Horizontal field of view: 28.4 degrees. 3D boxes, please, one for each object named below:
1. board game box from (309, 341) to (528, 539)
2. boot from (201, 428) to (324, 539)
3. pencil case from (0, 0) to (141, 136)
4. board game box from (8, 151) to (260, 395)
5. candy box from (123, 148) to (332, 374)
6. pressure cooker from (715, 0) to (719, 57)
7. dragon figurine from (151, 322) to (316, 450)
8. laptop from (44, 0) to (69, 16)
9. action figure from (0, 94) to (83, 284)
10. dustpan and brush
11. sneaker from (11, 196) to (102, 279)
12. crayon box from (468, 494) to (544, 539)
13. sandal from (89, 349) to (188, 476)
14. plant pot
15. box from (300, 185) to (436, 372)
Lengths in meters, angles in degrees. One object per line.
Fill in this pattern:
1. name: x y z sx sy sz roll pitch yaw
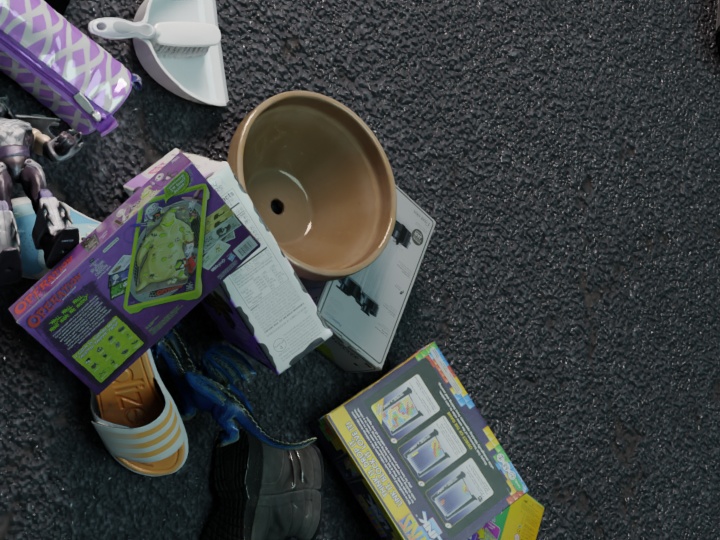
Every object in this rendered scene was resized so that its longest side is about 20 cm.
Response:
1. board game box: 0.066 0.207 1.567 0.165 0.057 0.200 -31 88 -28
2. boot: -0.093 0.268 1.460 0.131 0.070 0.201 24 72 -45
3. pencil case: -0.302 -0.202 1.309 0.200 0.084 0.086 37 30 -33
4. board game box: -0.194 0.005 1.239 0.200 0.032 0.120 -42 136 -5
5. candy box: -0.131 -0.013 1.384 0.071 0.168 0.200 -37 111 -14
6. pressure cooker: 0.633 -0.388 2.182 0.175 0.178 0.201 18 71 -25
7. dragon figurine: -0.139 0.114 1.386 0.059 0.199 0.100 -45 153 -35
8. laptop: -0.347 -0.361 1.342 0.187 0.116 0.201 20 99 -40
9. action figure: -0.305 -0.087 1.259 0.130 0.070 0.201 -12 57 -19
10. dustpan and brush: -0.201 -0.236 1.429 0.199 0.057 0.140 -7 89 -44
11. sneaker: -0.241 -0.015 1.304 0.199 0.130 0.080 11 92 -42
12. crayon box: 0.125 0.288 1.669 0.200 0.058 0.119 39 58 -33
13. sandal: -0.218 0.122 1.317 0.059 0.079 0.207 -105 180 -58
14. plant pot: -0.066 -0.080 1.502 0.200 0.093 0.202 12 69 -33
15. box: 0.000 0.000 1.589 0.117 0.060 0.201 39 59 -33
